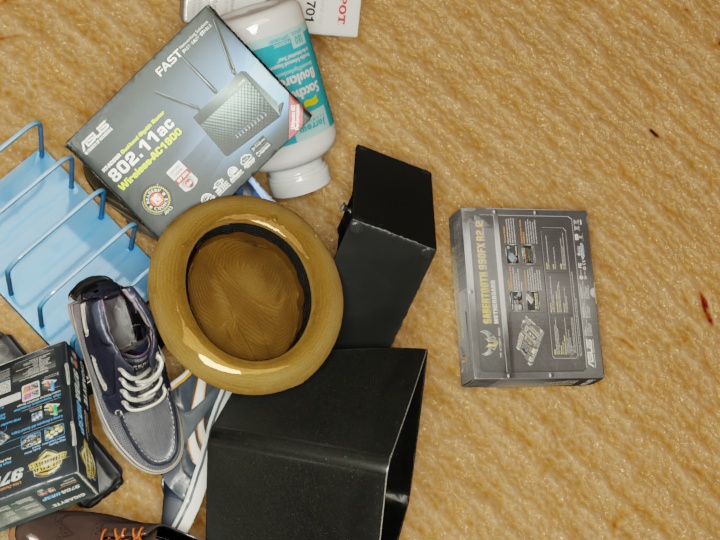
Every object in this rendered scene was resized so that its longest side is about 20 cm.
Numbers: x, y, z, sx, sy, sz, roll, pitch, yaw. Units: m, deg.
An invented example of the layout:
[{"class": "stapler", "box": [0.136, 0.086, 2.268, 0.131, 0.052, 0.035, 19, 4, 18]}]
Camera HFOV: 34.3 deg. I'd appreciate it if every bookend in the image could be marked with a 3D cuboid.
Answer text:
[{"class": "bookend", "box": [0.000, 0.000, 1.250, 0.092, 0.199, 0.200, 20, 27, -8]}]

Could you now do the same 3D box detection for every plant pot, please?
[{"class": "plant pot", "box": [-0.045, 0.190, 1.127, 0.177, 0.200, 0.200, 11, 30, 10]}]

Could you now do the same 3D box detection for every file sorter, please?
[{"class": "file sorter", "box": [-0.307, -0.027, 1.176, 0.200, 0.123, 0.139, 46, 70, 1]}]

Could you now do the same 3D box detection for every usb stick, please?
[{"class": "usb stick", "box": [-0.317, 0.151, 1.173, 0.055, 0.033, 0.200, -39, 88, -13]}]

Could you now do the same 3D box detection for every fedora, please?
[{"class": "fedora", "box": [-0.114, 0.030, 1.125, 0.200, 0.082, 0.202, 5, 68, -13]}]

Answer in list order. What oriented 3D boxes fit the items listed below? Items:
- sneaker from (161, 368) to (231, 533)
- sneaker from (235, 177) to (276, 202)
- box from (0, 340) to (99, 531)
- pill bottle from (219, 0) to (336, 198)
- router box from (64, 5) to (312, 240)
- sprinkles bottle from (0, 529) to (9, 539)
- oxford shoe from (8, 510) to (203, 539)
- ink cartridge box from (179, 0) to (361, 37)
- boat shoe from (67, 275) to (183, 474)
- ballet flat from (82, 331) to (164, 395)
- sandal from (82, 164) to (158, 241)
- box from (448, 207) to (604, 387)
[{"class": "sneaker", "box": [-0.181, 0.168, 1.180, 0.079, 0.078, 0.201, 20, 64, -11]}, {"class": "sneaker", "box": [-0.134, -0.056, 1.259, 0.200, 0.066, 0.078, 46, 72, 1]}, {"class": "box", "box": [-0.349, 0.168, 1.082, 0.199, 0.046, 0.159, -21, 47, 1]}, {"class": "pill bottle", "box": [-0.091, -0.183, 1.255, 0.110, 0.111, 0.201, -24, 111, -19]}, {"class": "router box", "box": [-0.168, -0.139, 1.155, 0.200, 0.062, 0.150, -45, 99, 0]}, {"class": "sprinkles bottle", "box": [-0.306, 0.272, 1.108, 0.068, 0.068, 0.201, -21, 72, -19]}, {"class": "oxford shoe", "box": [-0.222, 0.252, 1.081, 0.199, 0.073, 0.071, 16, 48, -20]}, {"class": "ink cartridge box", "box": [-0.098, -0.345, 1.307, 0.199, 0.086, 0.147, 2, 106, -12]}, {"class": "boat shoe", "box": [-0.209, 0.102, 1.075, 0.074, 0.093, 0.201, -28, 102, -23]}, {"class": "ballet flat", "box": [-0.230, 0.065, 1.203, 0.200, 0.066, 0.057, -39, 87, -28]}, {"class": "sandal", "box": [-0.217, -0.070, 1.243, 0.200, 0.055, 0.082, 36, 60, 6]}, {"class": "box", "box": [0.188, 0.031, 1.326, 0.158, 0.048, 0.201, 0, 75, -14]}]
